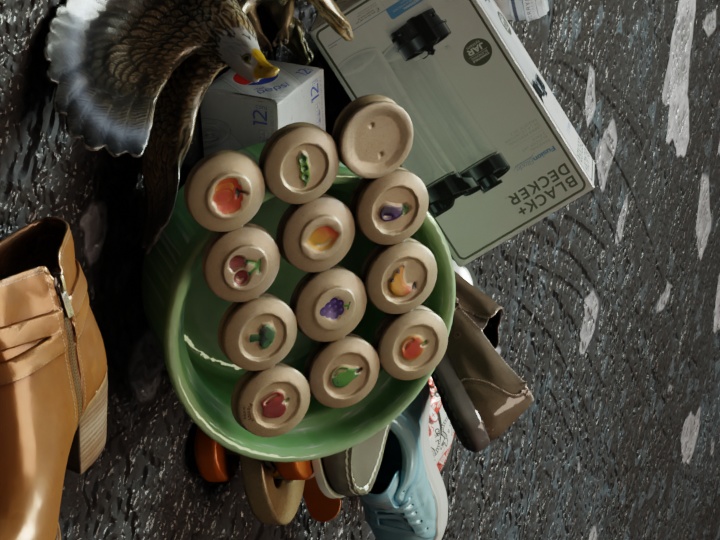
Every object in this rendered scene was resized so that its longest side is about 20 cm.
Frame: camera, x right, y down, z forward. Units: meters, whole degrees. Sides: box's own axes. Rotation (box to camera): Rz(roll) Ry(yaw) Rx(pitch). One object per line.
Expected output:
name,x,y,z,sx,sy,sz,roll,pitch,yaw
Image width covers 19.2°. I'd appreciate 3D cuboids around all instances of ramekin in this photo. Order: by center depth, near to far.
ramekin,-0.047,0.014,1.381,0.198,0.098,0.202,-10,116,-21

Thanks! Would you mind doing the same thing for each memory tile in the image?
memory tile,-0.023,0.000,1.316,0.152,0.017,0.201,-20,120,-16

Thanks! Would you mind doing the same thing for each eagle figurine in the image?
eagle figurine,-0.106,-0.133,1.295,0.200,0.151,0.152,-44,104,-9

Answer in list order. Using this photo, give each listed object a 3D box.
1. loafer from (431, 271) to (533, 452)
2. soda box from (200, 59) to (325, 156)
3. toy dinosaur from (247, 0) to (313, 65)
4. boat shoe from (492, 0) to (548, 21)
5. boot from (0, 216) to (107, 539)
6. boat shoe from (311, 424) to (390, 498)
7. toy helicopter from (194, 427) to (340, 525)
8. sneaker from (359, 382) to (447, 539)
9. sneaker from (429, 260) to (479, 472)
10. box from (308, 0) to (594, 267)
loafer,0.074,0.043,1.606,0.073,0.070,0.201,75,-8,-62
soda box,-0.064,-0.041,1.471,0.068,0.063,0.202,-44,139,-51
toy dinosaur,-0.059,-0.220,1.443,0.101,0.058,0.201,-74,170,-54
boat shoe,0.093,-0.269,1.528,0.074,0.066,0.201,68,17,-59
boot,-0.201,0.076,1.191,0.200,0.073,0.156,-68,159,-55
boat shoe,0.011,0.063,1.491,0.072,0.060,0.204,11,87,-62
toy helicopter,-0.049,0.096,1.560,0.133,0.078,0.201,61,32,-48
sneaker,0.017,0.161,1.628,0.082,0.073,0.201,-55,143,-48
sneaker,0.054,0.090,1.797,0.108,0.067,0.203,-25,126,-71
box,0.066,-0.119,1.477,0.201,0.116,0.060,57,14,-14
